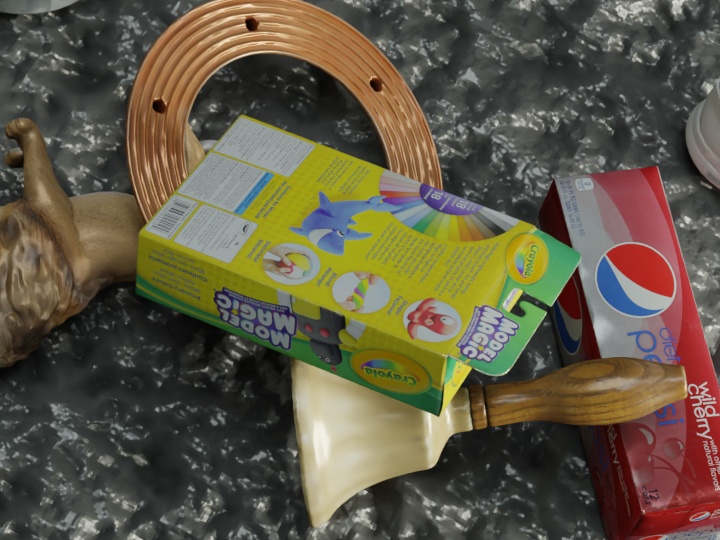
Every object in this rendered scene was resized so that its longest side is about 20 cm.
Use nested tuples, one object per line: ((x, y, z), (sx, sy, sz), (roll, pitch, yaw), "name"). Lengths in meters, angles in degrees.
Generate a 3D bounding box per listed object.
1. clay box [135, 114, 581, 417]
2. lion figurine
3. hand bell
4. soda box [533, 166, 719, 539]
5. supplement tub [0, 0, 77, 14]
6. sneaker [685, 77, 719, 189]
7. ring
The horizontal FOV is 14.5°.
((0.000, 0.000, 1.427), (0.199, 0.048, 0.115), (23, 44, 15), "clay box")
((-0.129, -0.017, 1.511), (0.199, 0.073, 0.123), (-8, 69, -16), "lion figurine")
((0.068, 0.069, 1.455), (0.198, 0.104, 0.105), (-6, 65, 1), "hand bell")
((0.149, 0.048, 1.527), (0.063, 0.070, 0.201), (-7, 66, -14), "soda box")
((-0.181, -0.238, 1.535), (0.122, 0.200, 0.123), (4, 64, -8), "supplement tub")
((0.279, -0.051, 1.581), (0.199, 0.100, 0.075), (27, 61, 2), "sneaker")
((-0.041, -0.054, 1.535), (0.199, 0.019, 0.202), (11, 68, -29), "ring")
